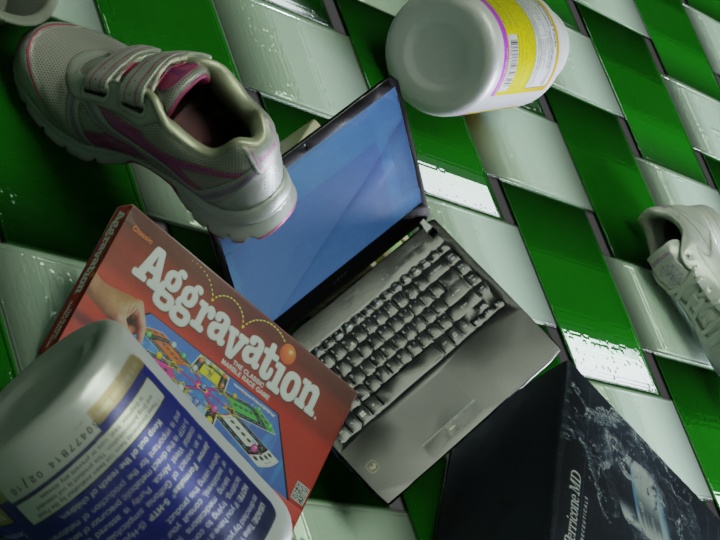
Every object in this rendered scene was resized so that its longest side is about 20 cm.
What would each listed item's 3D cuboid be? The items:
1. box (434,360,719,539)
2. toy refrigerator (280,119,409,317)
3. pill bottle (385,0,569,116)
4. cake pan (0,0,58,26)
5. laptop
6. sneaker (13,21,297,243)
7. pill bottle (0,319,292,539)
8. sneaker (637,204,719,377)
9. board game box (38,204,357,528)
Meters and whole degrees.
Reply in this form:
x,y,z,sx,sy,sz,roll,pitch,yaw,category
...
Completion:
x,y,z,sx,sy,sz,roll,pitch,yaw,category
0.154,0.207,1.517,0.200,0.117,0.197,45,29,-20,box
0.000,0.000,1.531,0.200,0.070,0.076,52,27,-12,toy refrigerator
0.106,-0.186,1.870,0.105,0.104,0.200,61,26,7,pill bottle
-0.258,-0.230,1.353,0.200,0.037,0.201,50,23,-30,cake pan
0.019,0.011,1.424,0.177,0.103,0.200,-38,78,-29,laptop
-0.122,-0.104,1.345,0.199,0.088,0.081,28,56,11,sneaker
-0.106,0.135,1.154,0.200,0.119,0.120,49,28,-15,pill bottle
0.311,0.024,2.044,0.099,0.075,0.201,9,48,-39,sneaker
-0.091,0.061,1.315,0.200,0.019,0.103,41,61,-30,board game box
